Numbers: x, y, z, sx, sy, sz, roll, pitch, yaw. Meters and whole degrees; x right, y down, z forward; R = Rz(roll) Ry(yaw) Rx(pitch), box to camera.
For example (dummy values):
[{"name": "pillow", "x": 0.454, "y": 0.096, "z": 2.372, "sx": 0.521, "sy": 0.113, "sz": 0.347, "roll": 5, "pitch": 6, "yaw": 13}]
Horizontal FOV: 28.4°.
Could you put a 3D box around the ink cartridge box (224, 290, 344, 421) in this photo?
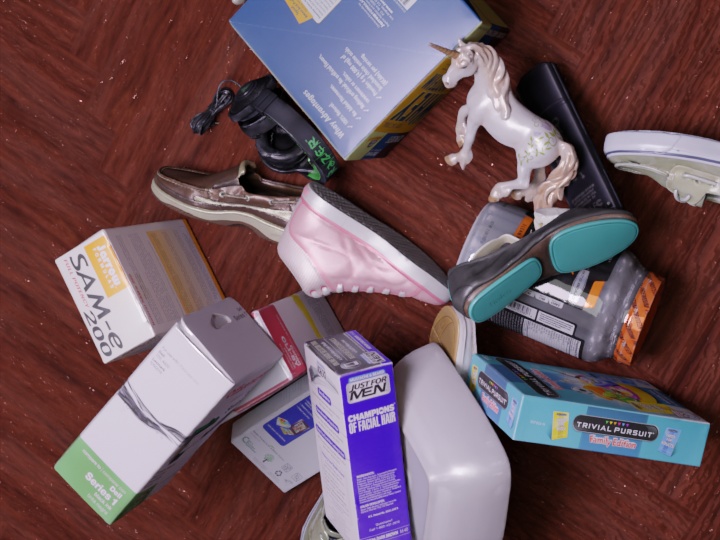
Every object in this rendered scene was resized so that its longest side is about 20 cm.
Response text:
[{"name": "ink cartridge box", "x": -0.113, "y": 0.096, "z": 1.541, "sx": 0.144, "sy": 0.200, "sz": 0.084, "roll": -32, "pitch": 88, "yaw": 19}]

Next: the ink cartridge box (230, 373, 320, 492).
[{"name": "ink cartridge box", "x": -0.039, "y": 0.162, "z": 1.583, "sx": 0.199, "sy": 0.039, "sz": 0.100, "roll": -32, "pitch": 117, "yaw": 19}]

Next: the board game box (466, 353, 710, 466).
[{"name": "board game box", "x": 0.221, "y": 0.136, "z": 1.408, "sx": 0.198, "sy": 0.151, "sz": 0.047, "roll": 10, "pitch": 99, "yaw": -16}]

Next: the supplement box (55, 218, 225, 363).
[{"name": "supplement box", "x": -0.237, "y": 0.019, "z": 1.576, "sx": 0.073, "sy": 0.200, "sz": 0.127, "roll": -28, "pitch": 85, "yaw": 19}]

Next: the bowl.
[{"name": "bowl", "x": 0.072, "y": 0.202, "z": 1.460, "sx": 0.201, "sy": 0.074, "sz": 0.200, "roll": 94, "pitch": 155, "yaw": -43}]

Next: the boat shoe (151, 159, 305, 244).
[{"name": "boat shoe", "x": -0.136, "y": -0.092, "z": 1.596, "sx": 0.200, "sy": 0.075, "sz": 0.076, "roll": 17, "pitch": 116, "yaw": 6}]

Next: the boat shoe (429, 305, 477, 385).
[{"name": "boat shoe", "x": 0.113, "y": 0.118, "z": 1.509, "sx": 0.068, "sy": 0.071, "sz": 0.202, "roll": -9, "pitch": 128, "yaw": -13}]

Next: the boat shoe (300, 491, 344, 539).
[{"name": "boat shoe", "x": -0.028, "y": 0.281, "z": 1.585, "sx": 0.071, "sy": 0.062, "sz": 0.202, "roll": 19, "pitch": 112, "yaw": 6}]

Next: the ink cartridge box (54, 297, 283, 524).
[{"name": "ink cartridge box", "x": -0.183, "y": 0.133, "z": 1.385, "sx": 0.084, "sy": 0.146, "sz": 0.200, "roll": 44, "pitch": 108, "yaw": 6}]

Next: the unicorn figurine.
[{"name": "unicorn figurine", "x": 0.137, "y": -0.148, "z": 1.433, "sx": 0.199, "sy": 0.074, "sz": 0.138, "roll": 29, "pitch": 133, "yaw": -2}]

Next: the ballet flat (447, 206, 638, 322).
[{"name": "ballet flat", "x": 0.171, "y": -0.023, "z": 1.381, "sx": 0.198, "sy": 0.068, "sz": 0.069, "roll": -25, "pitch": 48, "yaw": -10}]

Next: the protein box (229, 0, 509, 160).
[{"name": "protein box", "x": 0.011, "y": -0.257, "z": 1.498, "sx": 0.200, "sy": 0.135, "sz": 0.199, "roll": -43, "pitch": 81, "yaw": 17}]

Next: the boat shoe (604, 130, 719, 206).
[{"name": "boat shoe", "x": 0.340, "y": -0.096, "z": 1.421, "sx": 0.198, "sy": 0.072, "sz": 0.063, "roll": 11, "pitch": 87, "yaw": 16}]

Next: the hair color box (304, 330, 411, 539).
[{"name": "hair color box", "x": -0.003, "y": 0.175, "z": 1.447, "sx": 0.064, "sy": 0.109, "sz": 0.202, "roll": -14, "pitch": 110, "yaw": -17}]

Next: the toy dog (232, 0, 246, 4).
[{"name": "toy dog", "x": -0.190, "y": -0.383, "z": 1.522, "sx": 0.138, "sy": 0.200, "sz": 0.196, "roll": -6, "pitch": 93, "yaw": 20}]

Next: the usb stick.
[{"name": "usb stick", "x": 0.214, "y": -0.125, "z": 1.456, "sx": 0.055, "sy": 0.032, "sz": 0.202, "roll": -39, "pitch": 59, "yaw": 34}]

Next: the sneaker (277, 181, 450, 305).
[{"name": "sneaker", "x": 0.000, "y": 0.000, "z": 1.543, "sx": 0.199, "sy": 0.075, "sz": 0.105, "roll": 33, "pitch": 104, "yaw": -6}]

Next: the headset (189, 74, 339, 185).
[{"name": "headset", "x": -0.107, "y": -0.151, "z": 1.561, "sx": 0.094, "sy": 0.124, "sz": 0.200, "roll": -45, "pitch": 48, "yaw": -8}]

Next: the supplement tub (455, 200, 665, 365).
[{"name": "supplement tub", "x": 0.204, "y": 0.016, "z": 1.463, "sx": 0.198, "sy": 0.122, "sz": 0.124, "roll": 22, "pitch": 102, "yaw": 15}]
